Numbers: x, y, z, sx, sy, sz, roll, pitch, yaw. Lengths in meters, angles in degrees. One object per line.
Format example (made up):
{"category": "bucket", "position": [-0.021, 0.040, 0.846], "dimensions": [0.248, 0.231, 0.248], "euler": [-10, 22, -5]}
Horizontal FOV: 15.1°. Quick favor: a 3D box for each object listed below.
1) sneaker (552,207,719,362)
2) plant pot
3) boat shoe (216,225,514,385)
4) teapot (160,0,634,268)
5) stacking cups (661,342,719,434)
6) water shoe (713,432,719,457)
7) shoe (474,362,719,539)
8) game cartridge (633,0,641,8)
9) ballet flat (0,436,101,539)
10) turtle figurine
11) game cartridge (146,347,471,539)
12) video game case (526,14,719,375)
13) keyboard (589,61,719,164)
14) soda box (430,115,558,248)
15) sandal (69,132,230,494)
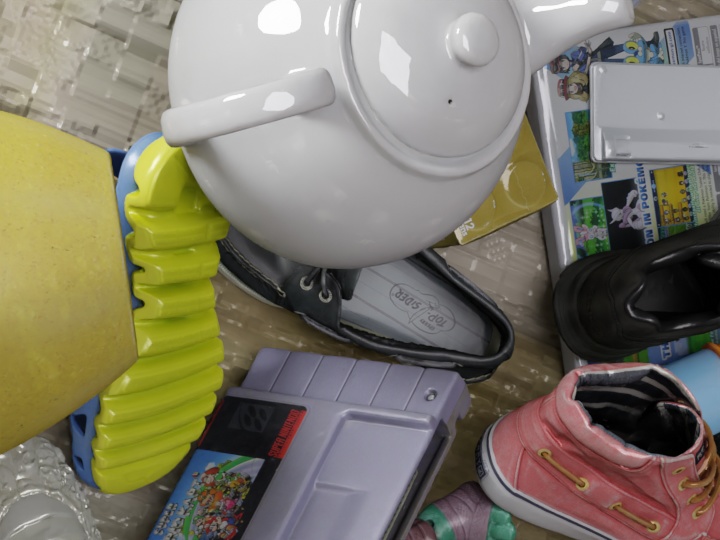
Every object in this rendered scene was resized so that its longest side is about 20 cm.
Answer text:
{"category": "sneaker", "position": [0.208, 0.001, 1.503], "dimensions": [0.199, 0.091, 0.076], "euler": [-24, 95, -22]}
{"category": "plant pot", "position": [-0.182, 0.003, 1.294], "dimensions": [0.141, 0.200, 0.201], "euler": [-8, 91, -5]}
{"category": "boat shoe", "position": [-0.001, 0.002, 1.454], "dimensions": [0.199, 0.066, 0.075], "euler": [36, 76, -17]}
{"category": "teapot", "position": [0.009, -0.097, 1.331], "dimensions": [0.197, 0.146, 0.201], "euler": [35, 64, -27]}
{"category": "stacking cups", "position": [0.183, 0.068, 1.518], "dimensions": [0.199, 0.060, 0.061], "euler": [-25, 97, -15]}
{"category": "water shoe", "position": [0.205, 0.164, 1.523], "dimensions": [0.071, 0.079, 0.201], "euler": [24, 79, -19]}
{"category": "shoe", "position": [0.165, 0.110, 1.426], "dimensions": [0.199, 0.091, 0.072], "euler": [21, 52, -23]}
{"category": "game cartridge", "position": [0.156, -0.244, 1.516], "dimensions": [0.133, 0.041, 0.200], "euler": [42, 75, -47]}
{"category": "ballet flat", "position": [-0.153, 0.176, 1.388], "dimensions": [0.071, 0.072, 0.201], "euler": [-13, 92, -22]}
{"category": "turtle figurine", "position": [-0.019, 0.179, 1.413], "dimensions": [0.199, 0.150, 0.101], "euler": [-22, 78, -29]}
{"category": "game cartridge", "position": [-0.039, 0.126, 1.380], "dimensions": [0.200, 0.129, 0.038], "euler": [-62, 147, -32]}
{"category": "video game case", "position": [0.187, -0.043, 1.556], "dimensions": [0.182, 0.022, 0.201], "euler": [-9, 92, -22]}
{"category": "keyboard", "position": [0.221, -0.088, 1.556], "dimensions": [0.199, 0.011, 0.057], "euler": [0, 83, -22]}
{"category": "soda box", "position": [0.033, -0.115, 1.475], "dimensions": [0.068, 0.064, 0.201], "euler": [-24, 97, -21]}
{"category": "sandal", "position": [-0.118, 0.016, 1.405], "dimensions": [0.079, 0.087, 0.201], "euler": [-3, 108, -46]}
